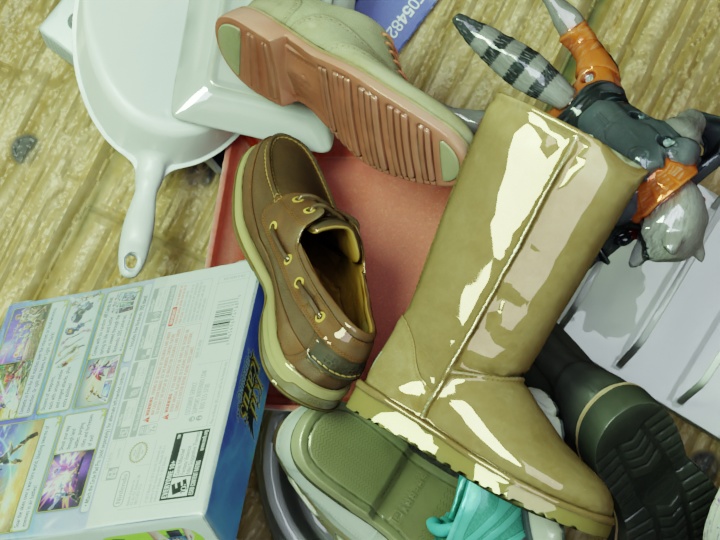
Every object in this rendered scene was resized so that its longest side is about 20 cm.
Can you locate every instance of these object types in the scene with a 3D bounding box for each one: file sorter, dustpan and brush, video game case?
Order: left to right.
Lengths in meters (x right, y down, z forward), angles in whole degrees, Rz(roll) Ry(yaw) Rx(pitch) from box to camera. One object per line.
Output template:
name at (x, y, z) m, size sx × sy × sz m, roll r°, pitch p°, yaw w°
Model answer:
video game case at (-0.148, 0.091, 1.277) m, size 0.181 × 0.045 × 0.200 m, roll -9°, pitch 43°, yaw 20°
dustpan and brush at (-0.128, -0.095, 1.368) m, size 0.139 × 0.057 × 0.200 m, roll 12°, pitch 69°, yaw -9°
file sorter at (0.201, 0.001, 1.353) m, size 0.200 × 0.125 × 0.139 m, roll 31°, pitch 82°, yaw 6°

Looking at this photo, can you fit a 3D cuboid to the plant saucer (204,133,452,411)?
plant saucer at (0.000, 0.000, 1.344) m, size 0.199 × 0.037 × 0.200 m, roll 1°, pitch 68°, yaw 19°

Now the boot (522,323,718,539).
boot at (0.153, 0.109, 1.343) m, size 0.077 × 0.200 × 0.138 m, roll -31°, pitch 44°, yaw -12°

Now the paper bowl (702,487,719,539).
paper bowl at (0.298, 0.143, 1.268) m, size 0.200 × 0.201 × 0.104 m, roll -25°, pitch 38°, yaw -3°

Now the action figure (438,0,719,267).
action figure at (0.120, -0.061, 1.254) m, size 0.200 × 0.105 × 0.193 m, roll -46°, pitch 65°, yaw -5°

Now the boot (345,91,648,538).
boot at (0.103, 0.025, 1.184) m, size 0.175 × 0.066 × 0.200 m, roll 29°, pitch 91°, yaw 12°

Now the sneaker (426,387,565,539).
sneaker at (0.077, 0.166, 1.251) m, size 0.080 × 0.078 × 0.200 m, roll -3°, pitch 91°, yaw -8°

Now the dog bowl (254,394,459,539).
dog bowl at (0.026, 0.124, 1.368) m, size 0.200 × 0.059 × 0.200 m, roll 0°, pitch 81°, yaw 2°

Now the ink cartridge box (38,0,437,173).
ink cartridge box at (-0.078, -0.175, 1.427) m, size 0.200 × 0.041 × 0.200 m, roll 35°, pitch 83°, yaw 6°

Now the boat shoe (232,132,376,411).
boat shoe at (-0.026, -0.011, 1.275) m, size 0.072 × 0.068 × 0.200 m, roll 21°, pitch 39°, yaw -32°

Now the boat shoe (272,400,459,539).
boat shoe at (0.029, 0.152, 1.299) m, size 0.200 × 0.068 × 0.075 m, roll 47°, pitch 68°, yaw -13°

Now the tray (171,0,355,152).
tray at (-0.054, -0.179, 1.371) m, size 0.107 × 0.022 × 0.200 m, roll 13°, pitch 68°, yaw -12°

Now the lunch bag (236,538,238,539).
lunch bag at (-0.077, 0.249, 1.254) m, size 0.127 × 0.170 × 0.200 m, roll -38°, pitch 113°, yaw 2°

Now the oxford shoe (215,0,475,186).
oxford shoe at (0.003, -0.120, 1.281) m, size 0.200 × 0.071 × 0.074 m, roll 35°, pitch 58°, yaw 29°
